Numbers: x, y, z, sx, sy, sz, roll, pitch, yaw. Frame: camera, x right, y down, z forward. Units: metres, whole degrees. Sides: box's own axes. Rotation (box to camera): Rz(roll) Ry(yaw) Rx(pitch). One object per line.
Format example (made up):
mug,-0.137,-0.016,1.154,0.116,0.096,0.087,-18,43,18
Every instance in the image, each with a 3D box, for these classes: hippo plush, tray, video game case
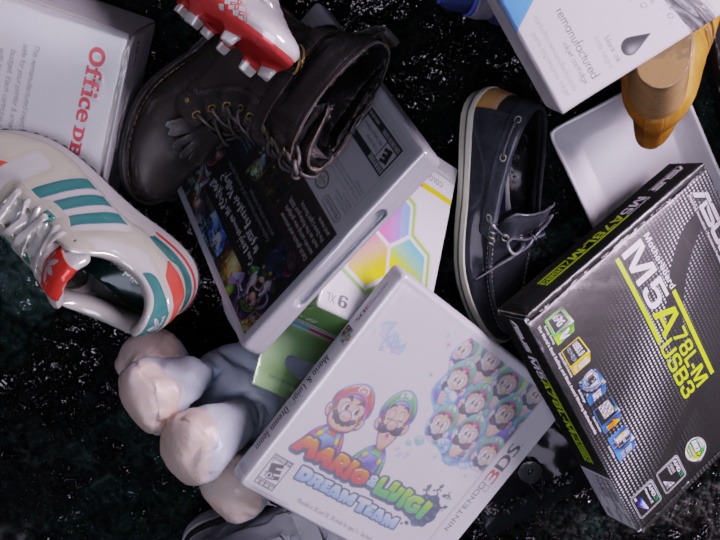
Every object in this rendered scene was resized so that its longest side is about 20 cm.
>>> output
hippo plush,-0.070,0.087,0.757,0.160,0.160,0.200,-42,130,0
tray,0.236,-0.049,0.788,0.106,0.022,0.202,-26,106,10
video game case,0.036,0.119,0.720,0.199,0.024,0.183,36,95,-33
video game case,-0.050,-0.071,0.707,0.182,0.201,0.023,-46,136,16

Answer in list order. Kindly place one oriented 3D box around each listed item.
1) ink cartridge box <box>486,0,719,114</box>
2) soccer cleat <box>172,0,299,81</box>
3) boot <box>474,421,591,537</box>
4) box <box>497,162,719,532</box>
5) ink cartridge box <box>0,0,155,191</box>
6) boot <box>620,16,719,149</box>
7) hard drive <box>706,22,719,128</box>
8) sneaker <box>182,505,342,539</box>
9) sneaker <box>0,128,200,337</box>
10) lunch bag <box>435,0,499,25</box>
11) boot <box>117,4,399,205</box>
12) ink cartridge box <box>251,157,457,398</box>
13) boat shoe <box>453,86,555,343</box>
ink cartridge box,0.168,-0.193,0.564,0.198,0.068,0.117,-32,98,9
soccer cleat,-0.084,-0.194,0.665,0.085,0.200,0.068,-49,129,4
boot,0.138,0.118,0.820,0.166,0.077,0.203,-21,113,5
box,0.222,0.056,0.745,0.192,0.047,0.202,-36,108,-16
ink cartridge box,-0.267,-0.141,0.737,0.197,0.085,0.147,18,110,-3
boot,0.216,-0.193,0.677,0.070,0.144,0.205,14,88,14
hard drive,0.313,-0.213,0.720,0.137,0.038,0.203,-17,107,8
sneaker,-0.068,0.243,0.850,0.197,0.115,0.076,-18,109,8
sneaker,-0.204,-0.025,0.678,0.198,0.094,0.071,36,109,-4
lunch bag,0.112,-0.264,0.655,0.130,0.136,0.204,10,107,-3
boot,-0.078,-0.105,0.684,0.069,0.174,0.201,31,97,-43
ink cartridge box,0.000,0.000,0.719,0.103,0.059,0.203,26,69,-36
boat shoe,0.114,-0.038,0.764,0.061,0.074,0.204,11,111,37
